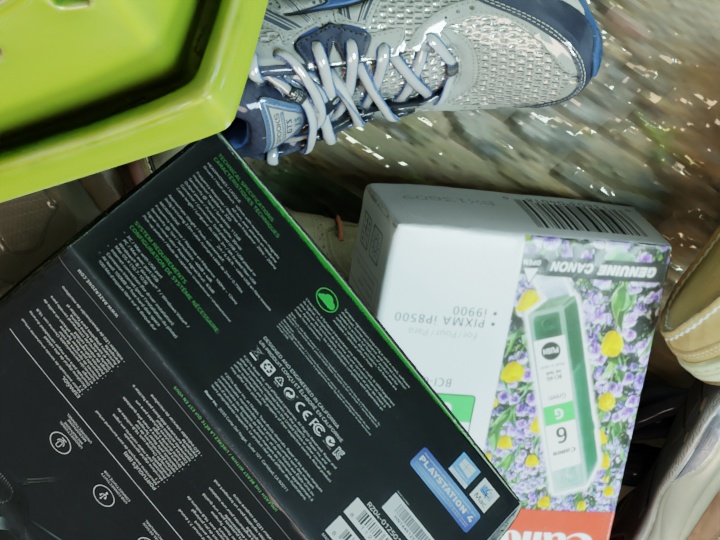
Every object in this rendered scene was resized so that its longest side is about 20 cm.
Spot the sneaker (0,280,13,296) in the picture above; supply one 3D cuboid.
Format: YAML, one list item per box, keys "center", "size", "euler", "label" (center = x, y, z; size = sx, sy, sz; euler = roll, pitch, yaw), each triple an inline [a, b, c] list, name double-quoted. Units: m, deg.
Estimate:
- center: [-0.090, 0.063, 1.220]
  size: [0.200, 0.073, 0.114]
  euler: [17, 142, 1]
  label: "sneaker"

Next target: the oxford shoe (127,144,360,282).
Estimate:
- center: [0.000, 0.000, 1.136]
  size: [0.200, 0.071, 0.074]
  euler: [37, 111, -21]
  label: "oxford shoe"

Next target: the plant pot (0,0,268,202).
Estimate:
- center: [-0.130, -0.131, 0.930]
  size: [0.200, 0.199, 0.182]
  euler: [-15, 136, 31]
  label: "plant pot"

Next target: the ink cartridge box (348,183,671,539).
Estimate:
- center: [0.041, 0.072, 1.105]
  size: [0.109, 0.050, 0.201]
  euler: [5, 109, -17]
  label: "ink cartridge box"

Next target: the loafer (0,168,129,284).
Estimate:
- center: [-0.085, 0.010, 1.121]
  size: [0.072, 0.063, 0.200]
  euler: [-27, 104, 36]
  label: "loafer"

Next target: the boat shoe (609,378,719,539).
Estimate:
- center: [0.131, 0.114, 1.137]
  size: [0.072, 0.076, 0.200]
  euler: [25, 134, -2]
  label: "boat shoe"

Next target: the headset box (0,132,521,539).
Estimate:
- center: [-0.076, 0.080, 1.047]
  size: [0.174, 0.093, 0.200]
  euler: [50, 133, -2]
  label: "headset box"

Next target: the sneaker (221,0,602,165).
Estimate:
- center: [-0.016, -0.071, 1.033]
  size: [0.199, 0.085, 0.077]
  euler: [6, 138, 12]
  label: "sneaker"

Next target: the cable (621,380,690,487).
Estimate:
- center: [0.122, 0.125, 1.226]
  size: [0.163, 0.051, 0.200]
  euler: [31, 138, -12]
  label: "cable"

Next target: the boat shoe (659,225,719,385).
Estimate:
- center: [0.162, -0.039, 1.021]
  size: [0.076, 0.072, 0.200]
  euler: [31, 125, -20]
  label: "boat shoe"
